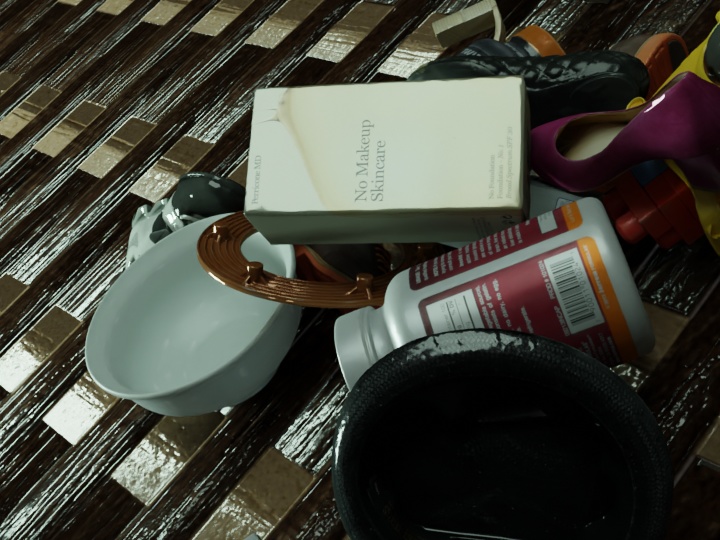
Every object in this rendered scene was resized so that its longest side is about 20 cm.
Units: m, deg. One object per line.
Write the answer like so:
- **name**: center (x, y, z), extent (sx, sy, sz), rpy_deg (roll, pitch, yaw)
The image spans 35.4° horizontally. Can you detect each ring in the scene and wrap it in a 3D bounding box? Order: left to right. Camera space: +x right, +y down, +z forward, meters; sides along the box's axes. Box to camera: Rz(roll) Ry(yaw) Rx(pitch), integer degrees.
- **ring**: center (-0.030, -0.021, 0.891), extent (0.199, 0.019, 0.201), rpy_deg (3, 23, -1)

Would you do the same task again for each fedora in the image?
- **fedora**: center (0.085, 0.114, 0.684), extent (0.199, 0.202, 0.092), rpy_deg (-19, 8, 15)

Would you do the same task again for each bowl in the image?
- **bowl**: center (-0.126, 0.052, 0.962), extent (0.200, 0.091, 0.202), rpy_deg (-18, 42, 17)

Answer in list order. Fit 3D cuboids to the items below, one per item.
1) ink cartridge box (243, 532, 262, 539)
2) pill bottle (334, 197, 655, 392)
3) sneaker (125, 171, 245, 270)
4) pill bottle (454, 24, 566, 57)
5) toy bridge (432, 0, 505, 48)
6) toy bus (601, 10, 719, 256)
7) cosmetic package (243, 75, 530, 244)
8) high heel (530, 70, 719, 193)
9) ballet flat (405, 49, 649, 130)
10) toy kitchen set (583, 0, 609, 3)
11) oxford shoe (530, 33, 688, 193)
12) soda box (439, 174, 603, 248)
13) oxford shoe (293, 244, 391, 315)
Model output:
- **ink cartridge box**: center (-0.089, 0.296, 0.688), extent (0.175, 0.084, 0.200), rpy_deg (-33, 39, -2)
- **pill bottle**: center (0.089, 0.036, 0.770), extent (0.199, 0.113, 0.113), rpy_deg (-21, 40, 12)
- **sneaker**: center (-0.167, -0.029, 1.069), extent (0.200, 0.074, 0.089), rpy_deg (-26, 44, 54)
- **pill bottle**: center (0.093, -0.132, 0.996), extent (0.199, 0.107, 0.106), rpy_deg (-37, 39, -6)
- **toy bridge**: center (0.106, -0.245, 1.116), extent (0.067, 0.027, 0.201), rpy_deg (-21, 60, 13)
- **toy bus**: center (0.275, -0.069, 0.804), extent (0.192, 0.136, 0.201), rpy_deg (-39, 40, 12)
- **cosmetic package**: center (0.023, -0.078, 0.819), extent (0.198, 0.073, 0.104), rpy_deg (-1, 74, 12)
- **high heel**: center (0.170, -0.102, 0.775), extent (0.067, 0.096, 0.200), rpy_deg (-50, 34, -13)
- **ballet flat**: center (0.132, -0.144, 0.908), extent (0.198, 0.067, 0.057), rpy_deg (4, 27, 22)
- **toy kitchen set**: center (0.205, -0.385, 1.154), extent (0.162, 0.202, 0.180), rpy_deg (-6, 21, -39)
- **oxford shoe**: center (0.196, -0.124, 0.952), extent (0.200, 0.072, 0.073), rpy_deg (-46, 36, -21)
- **soda box**: center (0.083, -0.053, 0.881), extent (0.199, 0.064, 0.068), rpy_deg (17, 14, 17)
- **oxford shoe**: center (0.000, 0.000, 0.951), extent (0.072, 0.071, 0.200), rpy_deg (-37, 39, -14)
